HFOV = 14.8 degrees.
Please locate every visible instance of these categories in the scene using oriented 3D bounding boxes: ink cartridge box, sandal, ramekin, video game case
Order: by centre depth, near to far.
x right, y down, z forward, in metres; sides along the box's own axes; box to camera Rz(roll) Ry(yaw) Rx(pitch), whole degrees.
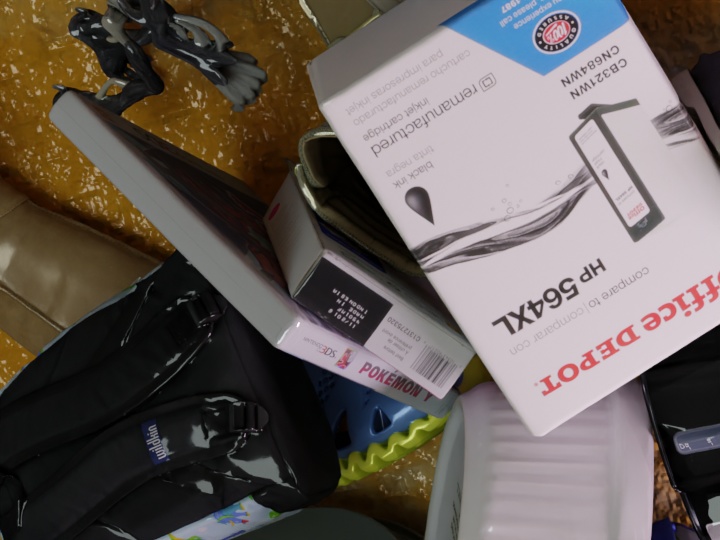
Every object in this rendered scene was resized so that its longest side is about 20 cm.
[{"bbox_3d":[0.088,-0.046,1.312,0.146,0.084,0.200,-32,108,6],"label":"ink cartridge box"},{"bbox_3d":[0.000,0.000,1.434,0.094,0.200,0.037,34,101,-15],"label":"ink cartridge box"},{"bbox_3d":[0.086,0.149,1.435,0.094,0.203,0.203,7,114,-4],"label":"ramekin"},{"bbox_3d":[-0.053,-0.007,1.449,0.023,0.182,0.200,-50,59,8],"label":"video game case"},{"bbox_3d":[-0.017,0.077,1.555,0.199,0.079,0.087,-25,90,32],"label":"sandal"}]

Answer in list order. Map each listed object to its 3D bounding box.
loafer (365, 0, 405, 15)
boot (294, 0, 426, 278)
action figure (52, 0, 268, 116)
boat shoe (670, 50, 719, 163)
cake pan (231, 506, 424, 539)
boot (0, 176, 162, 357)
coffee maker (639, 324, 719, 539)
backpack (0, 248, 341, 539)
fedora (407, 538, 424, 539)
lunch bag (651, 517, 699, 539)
[{"bbox_3d":[0.058,-0.145,1.402,0.200,0.076,0.068,31,107,-29],"label":"loafer"},{"bbox_3d":[0.005,-0.095,1.430,0.072,0.155,0.200,-41,87,33],"label":"boot"},{"bbox_3d":[-0.094,-0.145,1.491,0.102,0.119,0.200,21,145,-15],"label":"action figure"},{"bbox_3d":[0.204,-0.060,1.320,0.063,0.200,0.073,-34,118,7],"label":"boat shoe"},{"bbox_3d":[-0.038,0.214,1.545,0.199,0.201,0.037,-4,141,31],"label":"cake pan"},{"bbox_3d":[-0.195,0.041,1.648,0.200,0.066,0.176,32,120,16],"label":"boot"},{"bbox_3d":[0.251,0.040,1.372,0.199,0.134,0.193,-12,76,31],"label":"coffee maker"},{"bbox_3d":[-0.118,0.095,1.520,0.199,0.154,0.164,-30,75,15],"label":"backpack"},{"bbox_3d":[0.045,0.251,1.568,0.200,0.092,0.202,10,112,26],"label":"fedora"},{"bbox_3d":[0.197,0.231,1.406,0.123,0.170,0.201,-30,98,5],"label":"lunch bag"}]
